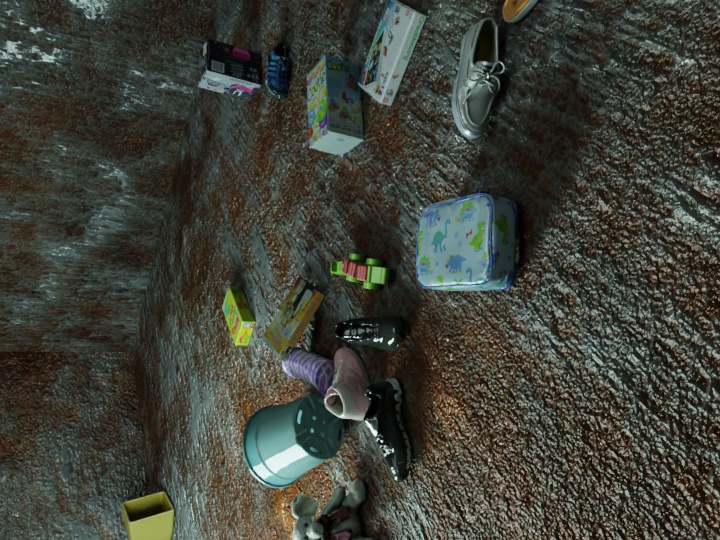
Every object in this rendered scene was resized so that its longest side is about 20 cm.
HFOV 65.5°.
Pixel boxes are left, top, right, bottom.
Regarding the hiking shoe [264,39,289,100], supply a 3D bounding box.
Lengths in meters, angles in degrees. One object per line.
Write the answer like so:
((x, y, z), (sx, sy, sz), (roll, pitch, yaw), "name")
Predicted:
((-0.258, -0.628, 1.758), (0.087, 0.073, 0.203), (-44, 50, 46), "hiking shoe")

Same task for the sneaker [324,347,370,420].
((-0.041, 0.250, 1.258), (0.076, 0.103, 0.201), (-65, 36, 31), "sneaker")

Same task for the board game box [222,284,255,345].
((-0.422, 0.152, 1.929), (0.201, 0.047, 0.103), (56, 130, 46), "board game box")

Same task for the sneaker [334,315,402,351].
((0.015, 0.135, 1.198), (0.199, 0.090, 0.077), (-15, 71, 55), "sneaker")

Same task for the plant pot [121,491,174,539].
((-0.943, 1.145, 2.494), (0.194, 0.191, 0.204), (10, 103, 57), "plant pot")

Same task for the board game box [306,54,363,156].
((-0.065, -0.407, 1.391), (0.103, 0.103, 0.204), (-22, 66, 55), "board game box")

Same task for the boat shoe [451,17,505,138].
((0.212, -0.336, 0.963), (0.086, 0.073, 0.206), (166, 114, -74), "boat shoe")

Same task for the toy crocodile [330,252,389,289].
((0.000, 0.000, 1.267), (0.199, 0.061, 0.069), (18, 101, 57), "toy crocodile")

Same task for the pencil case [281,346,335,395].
((-0.128, 0.250, 1.412), (0.199, 0.083, 0.087), (5, 79, 57), "pencil case")

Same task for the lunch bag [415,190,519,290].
((0.182, -0.047, 0.966), (0.199, 0.081, 0.164), (-6, 81, 57), "lunch bag")

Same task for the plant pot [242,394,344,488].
((-0.151, 0.400, 1.347), (0.195, 0.198, 0.203), (-34, 57, 41), "plant pot")

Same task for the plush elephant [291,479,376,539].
((-0.077, 0.564, 1.219), (0.200, 0.153, 0.167), (-42, 51, 46), "plush elephant")

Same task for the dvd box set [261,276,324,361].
((-0.182, 0.125, 1.491), (0.202, 0.029, 0.146), (-58, 30, 0), "dvd box set")

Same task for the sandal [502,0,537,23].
((0.284, -0.494, 0.888), (0.207, 0.058, 0.080), (-53, 44, 40), "sandal")

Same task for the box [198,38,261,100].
((-0.462, -0.704, 1.977), (0.114, 0.197, 0.135), (-25, 65, 55), "box")

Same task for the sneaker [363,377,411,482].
((0.046, 0.319, 1.120), (0.066, 0.089, 0.204), (-33, 58, 52), "sneaker")

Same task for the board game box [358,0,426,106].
((0.066, -0.491, 1.258), (0.127, 0.034, 0.202), (54, 130, 45), "board game box")
